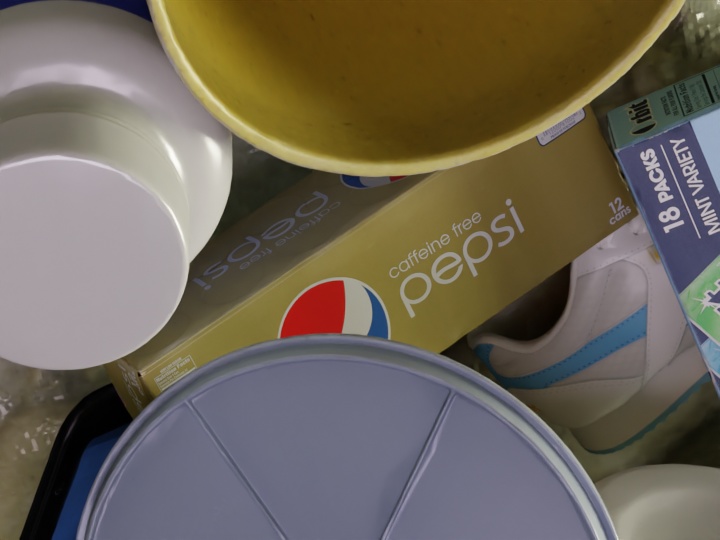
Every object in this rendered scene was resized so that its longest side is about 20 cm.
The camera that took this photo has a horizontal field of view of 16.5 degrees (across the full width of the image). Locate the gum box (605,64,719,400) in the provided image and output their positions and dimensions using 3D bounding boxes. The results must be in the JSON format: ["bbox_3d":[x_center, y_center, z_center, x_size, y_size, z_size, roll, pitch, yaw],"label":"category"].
[{"bbox_3d":[0.213,-0.016,0.910,0.199,0.045,0.171,-22,110,10],"label":"gum box"}]

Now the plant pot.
[{"bbox_3d":[0.006,-0.153,0.819,0.199,0.142,0.201,-12,130,-15],"label":"plant pot"}]

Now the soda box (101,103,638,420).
[{"bbox_3d":[0.000,0.000,0.925,0.199,0.068,0.064,-33,115,-15],"label":"soda box"}]

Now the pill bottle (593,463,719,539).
[{"bbox_3d":[0.115,0.183,0.928,0.112,0.113,0.201,2,119,-6],"label":"pill bottle"}]

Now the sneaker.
[{"bbox_3d":[0.127,-0.014,0.975,0.081,0.077,0.200,33,113,-22],"label":"sneaker"}]

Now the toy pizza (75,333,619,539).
[{"bbox_3d":[-0.003,0.117,0.865,0.199,0.032,0.202,3,105,11],"label":"toy pizza"}]

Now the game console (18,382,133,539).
[{"bbox_3d":[-0.055,0.130,1.025,0.175,0.117,0.201,20,121,-6],"label":"game console"}]

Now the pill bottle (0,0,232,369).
[{"bbox_3d":[-0.099,-0.058,0.851,0.111,0.200,0.113,-2,124,-4],"label":"pill bottle"}]
